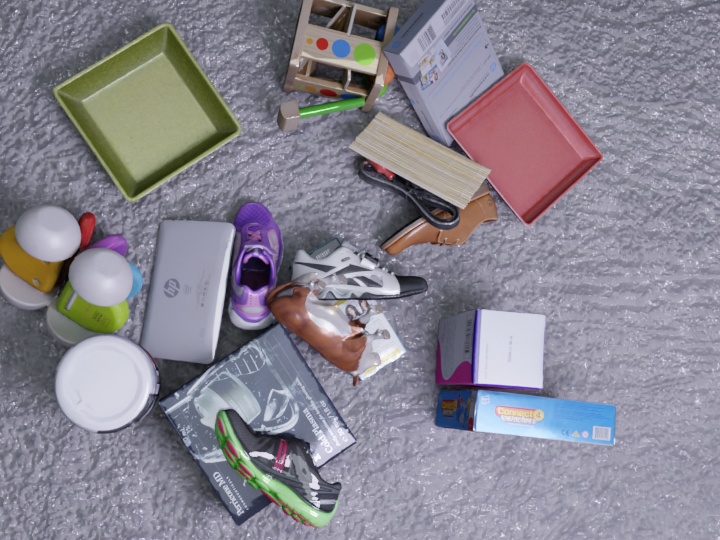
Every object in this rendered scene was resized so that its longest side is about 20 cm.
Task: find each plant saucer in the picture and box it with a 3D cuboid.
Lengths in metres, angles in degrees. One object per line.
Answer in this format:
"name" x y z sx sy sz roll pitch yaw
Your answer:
"plant saucer" -0.308 -0.228 1.291 0.200 0.048 0.200 -35 90 -12
"plant saucer" 0.253 -0.195 1.377 0.199 0.037 0.200 -40 90 -23

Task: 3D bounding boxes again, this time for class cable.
"cable" 0.066 -0.132 1.304 0.097 0.050 0.200 -23 52 -17

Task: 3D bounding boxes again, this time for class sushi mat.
"sushi mat" 0.088 -0.166 1.305 0.199 0.012 0.096 29 57 11

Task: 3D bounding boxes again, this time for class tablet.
"tablet" -0.248 0.028 1.254 0.129 0.014 0.201 4 80 25

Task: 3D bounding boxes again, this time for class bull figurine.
"bull figurine" -0.032 0.078 1.201 0.200 0.121 0.065 35 38 -23

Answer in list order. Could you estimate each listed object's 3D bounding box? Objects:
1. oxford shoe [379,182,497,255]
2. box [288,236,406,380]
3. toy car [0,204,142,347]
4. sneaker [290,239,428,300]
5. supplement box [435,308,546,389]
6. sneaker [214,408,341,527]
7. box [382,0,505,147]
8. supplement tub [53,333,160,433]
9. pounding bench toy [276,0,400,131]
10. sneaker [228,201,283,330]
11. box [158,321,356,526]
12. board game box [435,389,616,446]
"oxford shoe" 0.124 -0.063 1.337 0.199 0.071 0.072 -25 93 -13
"box" -0.020 0.058 1.304 0.082 0.049 0.201 -31 89 -12
"toy car" -0.386 -0.006 1.210 0.200 0.175 0.150 39 42 -3
"sneaker" 0.000 0.000 1.251 0.199 0.074 0.089 1 85 -10
"supplement box" 0.180 0.115 1.256 0.103 0.200 0.102 6 82 -10
"sneaker" -0.108 0.246 1.140 0.200 0.077 0.084 43 62 -7
"box" 0.131 -0.309 1.318 0.156 0.041 0.200 -51 137 -12
"supplement tub" -0.328 0.149 1.162 0.122 0.200 0.123 1 83 -11
"pounding bench toy" -0.031 -0.289 1.308 0.155 0.124 0.201 13 81 -8
"sneaker" -0.149 -0.021 1.251 0.080 0.089 0.201 0 58 -6
"box" -0.144 0.208 1.228 0.196 0.124 0.201 -34 90 -10
"board game box" 0.228 0.208 1.254 0.199 0.196 0.056 8 81 -9
